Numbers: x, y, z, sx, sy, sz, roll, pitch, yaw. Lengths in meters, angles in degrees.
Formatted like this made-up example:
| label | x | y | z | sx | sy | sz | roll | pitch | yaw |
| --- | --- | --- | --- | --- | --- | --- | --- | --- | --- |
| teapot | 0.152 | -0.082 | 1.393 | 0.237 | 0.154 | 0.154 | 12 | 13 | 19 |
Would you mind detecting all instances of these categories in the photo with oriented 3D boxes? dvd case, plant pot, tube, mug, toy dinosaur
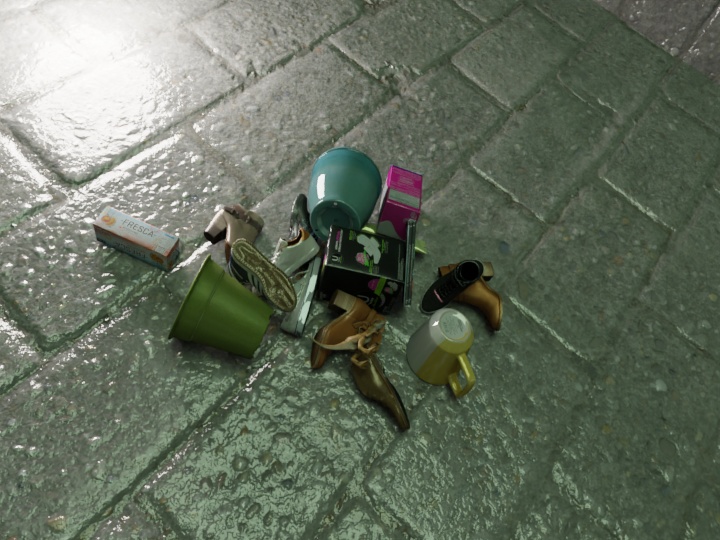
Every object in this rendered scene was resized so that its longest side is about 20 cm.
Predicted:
| label | x | y | z | sx | sy | sz | roll | pitch | yaw |
| --- | --- | --- | --- | --- | --- | --- | --- | --- | --- |
| dvd case | 0.120 | -0.021 | 1.457 | 0.021 | 0.146 | 0.208 | 4 | 94 | 2 |
| plant pot | -0.051 | -0.178 | 1.509 | 0.193 | 0.204 | 0.191 | 17 | 41 | -3 |
| plant pot | -0.298 | 0.099 | 1.308 | 0.185 | 0.201 | 0.205 | 26 | 53 | -10 |
| tube | 0.089 | -0.085 | 1.605 | 0.193 | 0.052 | 0.060 | 14 | 68 | -8 |
| mug | 0.213 | 0.180 | 1.400 | 0.184 | 0.155 | 0.150 | 35 | 54 | 9 |
| toy dinosaur | -0.020 | 0.171 | 1.343 | 0.195 | 0.062 | 0.106 | -15 | 43 | -31 |

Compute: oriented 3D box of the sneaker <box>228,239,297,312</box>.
| label | x | y | z | sx | sy | sz | roll | pitch | yaw |
| --- | --- | --- | --- | --- | --- | --- | --- | --- | --- |
| sneaker | -0.231 | 0.026 | 1.364 | 0.201 | 0.108 | 0.070 | 47 | 58 | -1 |

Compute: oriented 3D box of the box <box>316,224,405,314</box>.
| label | x | y | z | sx | sy | sz | roll | pitch | yaw |
| --- | --- | --- | --- | --- | --- | --- | --- | --- | --- |
| box | 0.000 | 0.000 | 1.453 | 0.193 | 0.150 | 0.128 | 13 | 53 | -7 |

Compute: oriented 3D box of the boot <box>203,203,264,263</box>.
| label | x | y | z | sx | sy | sz | roll | pitch | yaw |
| --- | --- | --- | --- | --- | --- | --- | --- | --- | --- |
| boot | -0.295 | -0.085 | 1.490 | 0.199 | 0.071 | 0.146 | 43 | 48 | 6 |

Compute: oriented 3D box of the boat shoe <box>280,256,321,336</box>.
| label | x | y | z | sx | sy | sz | roll | pitch | yaw |
| --- | --- | --- | --- | --- | --- | --- | --- | --- | --- |
| boat shoe | -0.154 | 0.053 | 1.433 | 0.083 | 0.075 | 0.208 | 15 | 68 | 0 |

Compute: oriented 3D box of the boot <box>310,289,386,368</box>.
| label | x | y | z | sx | sy | sz | roll | pitch | yaw |
| --- | --- | --- | --- | --- | --- | --- | --- | --- | --- |
| boot | -0.026 | 0.164 | 1.399 | 0.152 | 0.073 | 0.205 | 29 | 72 | -17 |

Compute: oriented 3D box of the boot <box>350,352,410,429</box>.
| label | x | y | z | sx | sy | sz | roll | pitch | yaw |
| --- | --- | --- | --- | --- | --- | --- | --- | --- | --- |
| boot | 0.047 | 0.283 | 1.353 | 0.074 | 0.074 | 0.203 | -31 | 68 | -3 |

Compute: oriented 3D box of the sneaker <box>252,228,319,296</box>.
| label | x | y | z | sx | sy | sz | roll | pitch | yaw |
| --- | --- | --- | --- | --- | --- | --- | --- | --- | --- |
| sneaker | -0.198 | -0.026 | 1.434 | 0.199 | 0.073 | 0.086 | -41 | 115 | -9 |

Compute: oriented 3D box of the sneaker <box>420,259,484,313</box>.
| label | x | y | z | sx | sy | sz | roll | pitch | yaw |
| --- | --- | --- | --- | --- | --- | --- | --- | --- | --- |
| sneaker | 0.227 | 0.035 | 1.485 | 0.198 | 0.099 | 0.072 | -37 | 78 | 6 |

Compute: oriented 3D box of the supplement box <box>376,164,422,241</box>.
| label | x | y | z | sx | sy | sz | roll | pitch | yaw |
| --- | --- | --- | --- | --- | --- | --- | --- | --- | --- |
| supplement box | 0.108 | -0.185 | 1.610 | 0.100 | 0.103 | 0.203 | 17 | 38 | -4 |

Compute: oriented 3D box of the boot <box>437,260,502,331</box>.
| label | x | y | z | sx | sy | sz | roll | pitch | yaw |
| --- | --- | --- | --- | --- | --- | --- | --- | --- | --- |
| boot | 0.288 | 0.067 | 1.547 | 0.149 | 0.077 | 0.207 | -4 | 68 | -9 |

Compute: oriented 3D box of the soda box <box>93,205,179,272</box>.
| label | x | y | z | sx | sy | sz | roll | pitch | yaw |
| --- | --- | --- | --- | --- | --- | --- | --- | --- | --- |
| soda box | -0.535 | -0.075 | 1.412 | 0.194 | 0.069 | 0.065 | 24 | 53 | 1 |

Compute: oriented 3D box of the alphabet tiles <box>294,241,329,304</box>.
| label | x | y | z | sx | sy | sz | roll | pitch | yaw |
| --- | --- | --- | --- | --- | --- | --- | --- | --- | --- |
| alphabet tiles | -0.074 | -0.005 | 1.533 | 0.162 | 0.008 | 0.204 | 22 | 54 | 0 |

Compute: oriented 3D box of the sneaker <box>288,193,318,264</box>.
| label | x | y | z | sx | sy | sz | roll | pitch | yaw |
| --- | --- | --- | --- | --- | --- | --- | --- | --- | --- |
| sneaker | -0.148 | -0.105 | 1.539 | 0.079 | 0.074 | 0.207 | 5 | 66 | -7 |
